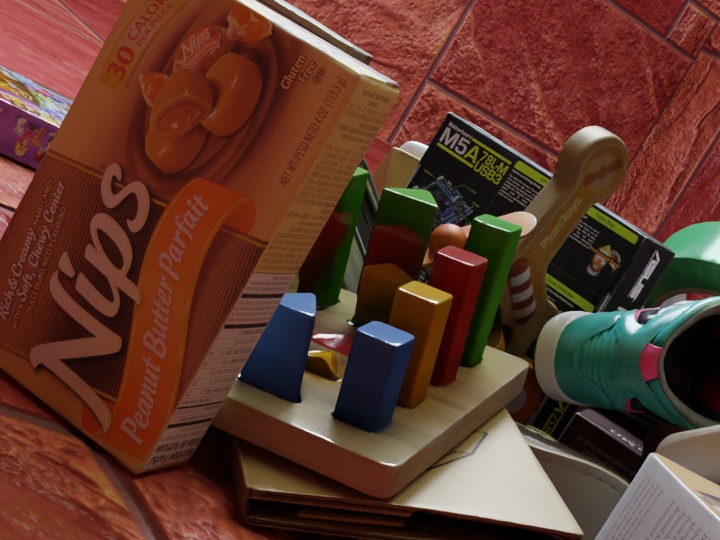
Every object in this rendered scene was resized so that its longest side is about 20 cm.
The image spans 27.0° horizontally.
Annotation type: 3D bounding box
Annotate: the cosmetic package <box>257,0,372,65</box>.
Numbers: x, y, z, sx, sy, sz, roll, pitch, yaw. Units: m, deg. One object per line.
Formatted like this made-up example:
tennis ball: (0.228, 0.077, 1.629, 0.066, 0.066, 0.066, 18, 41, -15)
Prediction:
cosmetic package: (-0.088, -0.083, 0.988, 0.103, 0.200, 0.087, 33, 8, 6)

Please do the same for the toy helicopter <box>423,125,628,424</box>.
toy helicopter: (0.089, -0.010, 0.916, 0.132, 0.200, 0.079, 39, -2, -40)

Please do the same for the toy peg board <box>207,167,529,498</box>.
toy peg board: (-0.024, 0.007, 0.771, 0.200, 0.098, 0.199, 21, 18, 20)

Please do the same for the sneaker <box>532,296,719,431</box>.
sneaker: (0.215, 0.054, 0.916, 0.200, 0.084, 0.121, -2, 5, -40)

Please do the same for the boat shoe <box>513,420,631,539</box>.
boat shoe: (0.101, 0.128, 0.879, 0.200, 0.072, 0.060, 26, 12, 2)

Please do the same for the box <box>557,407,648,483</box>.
box: (0.193, 0.149, 1.069, 0.100, 0.075, 0.200, 34, 11, 16)

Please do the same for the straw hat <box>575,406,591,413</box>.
straw hat: (0.154, 0.088, 1.184, 0.201, 0.201, 0.085, 17, 58, -59)

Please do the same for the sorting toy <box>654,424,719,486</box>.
sorting toy: (0.280, 0.154, 0.849, 0.037, 0.185, 0.200, -81, 150, -47)

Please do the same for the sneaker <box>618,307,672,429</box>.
sneaker: (0.206, 0.081, 1.063, 0.200, 0.078, 0.077, 31, -18, 24)

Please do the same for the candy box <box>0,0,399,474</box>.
candy box: (-0.084, -0.025, 0.666, 0.115, 0.200, 0.055, 34, 12, 19)

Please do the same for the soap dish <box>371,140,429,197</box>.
soap dish: (0.058, -0.008, 1.195, 0.157, 0.081, 0.200, 28, -26, -6)

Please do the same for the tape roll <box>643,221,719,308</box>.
tape roll: (0.278, 0.061, 1.070, 0.200, 0.048, 0.201, 35, -32, 26)

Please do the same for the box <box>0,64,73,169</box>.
box: (-0.225, -0.102, 1.159, 0.200, 0.039, 0.137, 25, 11, -35)

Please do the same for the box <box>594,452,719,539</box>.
box: (0.210, 0.199, 0.723, 0.152, 0.107, 0.200, 28, 9, -22)

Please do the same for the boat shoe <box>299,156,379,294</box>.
boat shoe: (0.000, 0.000, 0.943, 0.072, 0.071, 0.200, 23, -36, 33)

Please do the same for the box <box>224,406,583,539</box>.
box: (0.008, 0.082, 0.773, 0.163, 0.021, 0.200, 9, 18, -14)

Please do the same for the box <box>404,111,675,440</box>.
box: (0.085, 0.018, 1.024, 0.200, 0.193, 0.047, 37, 8, 41)

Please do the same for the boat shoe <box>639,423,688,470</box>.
boat shoe: (0.248, 0.167, 0.936, 0.200, 0.070, 0.070, 42, 31, -25)
